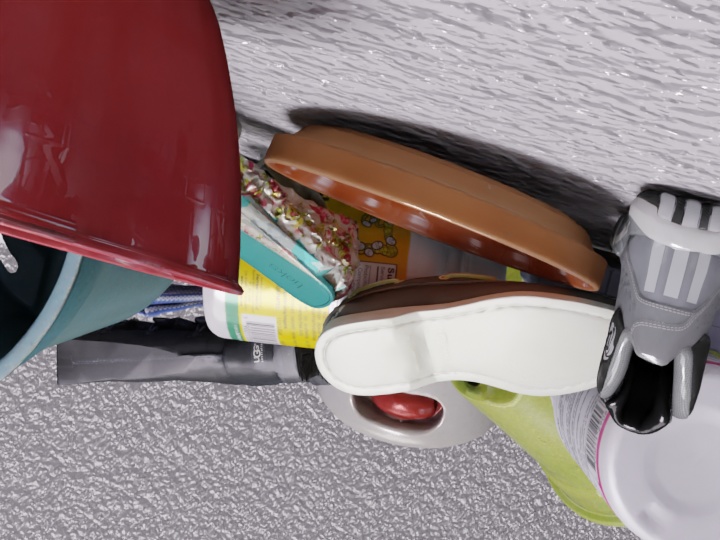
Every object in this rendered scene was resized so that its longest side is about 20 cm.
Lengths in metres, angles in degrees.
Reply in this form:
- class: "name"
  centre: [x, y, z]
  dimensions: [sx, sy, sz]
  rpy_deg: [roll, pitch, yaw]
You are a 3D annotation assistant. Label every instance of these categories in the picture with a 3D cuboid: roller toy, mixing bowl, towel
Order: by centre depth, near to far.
- class: "mixing bowl"
  centre: [-0.121, -0.069, 0.447]
  dimensions: [0.198, 0.110, 0.200]
  rpy_deg: [16, 178, 1]
- class: "towel"
  centre: [-0.166, 0.026, 1.139]
  dimensions: [0.144, 0.024, 0.199]
  rpy_deg: [-1, -178, -37]
- class: "roller toy"
  centre: [0.055, 0.062, 1.238]
  dimensions: [0.181, 0.141, 0.200]
  rpy_deg: [-11, -147, -33]

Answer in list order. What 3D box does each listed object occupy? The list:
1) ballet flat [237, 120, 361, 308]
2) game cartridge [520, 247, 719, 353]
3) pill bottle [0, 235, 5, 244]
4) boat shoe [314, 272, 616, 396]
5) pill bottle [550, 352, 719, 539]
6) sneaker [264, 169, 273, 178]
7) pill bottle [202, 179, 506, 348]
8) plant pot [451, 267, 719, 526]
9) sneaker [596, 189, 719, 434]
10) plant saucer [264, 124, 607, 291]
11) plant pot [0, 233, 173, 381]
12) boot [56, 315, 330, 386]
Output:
- class: "ballet flat"
  centre: [-0.077, -0.052, 0.818]
  dimensions: [0.200, 0.064, 0.075]
  rpy_deg: [39, 149, -27]
- class: "game cartridge"
  centre: [0.208, 0.021, 0.888]
  dimensions: [0.198, 0.042, 0.133]
  rpy_deg: [16, -177, -2]
- class: "pill bottle"
  centre: [-0.257, -0.069, 1.078]
  dimensions: [0.110, 0.112, 0.200]
  rpy_deg: [16, 177, -11]
- class: "boat shoe"
  centre: [0.073, 0.034, 0.823]
  dimensions: [0.199, 0.073, 0.060]
  rpy_deg: [-3, -151, 14]
- class: "pill bottle"
  centre: [0.189, 0.096, 0.875]
  dimensions: [0.112, 0.115, 0.200]
  rpy_deg: [16, -172, -6]
- class: "sneaker"
  centre: [-0.070, -0.038, 1.021]
  dimensions: [0.198, 0.080, 0.075]
  rpy_deg: [14, 176, -8]
- class: "pill bottle"
  centre: [0.000, 0.000, 0.921]
  dimensions: [0.198, 0.114, 0.113]
  rpy_deg: [6, 176, 6]
- class: "plant pot"
  centre: [0.171, 0.078, 1.073]
  dimensions: [0.184, 0.202, 0.200]
  rpy_deg: [32, 168, -35]
- class: "sneaker"
  centre: [0.158, 0.030, 0.724]
  dimensions: [0.074, 0.117, 0.200]
  rpy_deg: [14, 176, 16]
- class: "plant saucer"
  centre: [0.043, -0.038, 0.748]
  dimensions: [0.198, 0.033, 0.200]
  rpy_deg: [20, 179, 0]
- class: "plant pot"
  centre: [-0.179, -0.039, 0.658]
  dimensions: [0.198, 0.203, 0.196]
  rpy_deg: [15, -176, 14]
- class: "boot"
  centre: [-0.129, 0.067, 1.103]
  dimensions: [0.198, 0.066, 0.165]
  rpy_deg: [-5, 173, 12]
